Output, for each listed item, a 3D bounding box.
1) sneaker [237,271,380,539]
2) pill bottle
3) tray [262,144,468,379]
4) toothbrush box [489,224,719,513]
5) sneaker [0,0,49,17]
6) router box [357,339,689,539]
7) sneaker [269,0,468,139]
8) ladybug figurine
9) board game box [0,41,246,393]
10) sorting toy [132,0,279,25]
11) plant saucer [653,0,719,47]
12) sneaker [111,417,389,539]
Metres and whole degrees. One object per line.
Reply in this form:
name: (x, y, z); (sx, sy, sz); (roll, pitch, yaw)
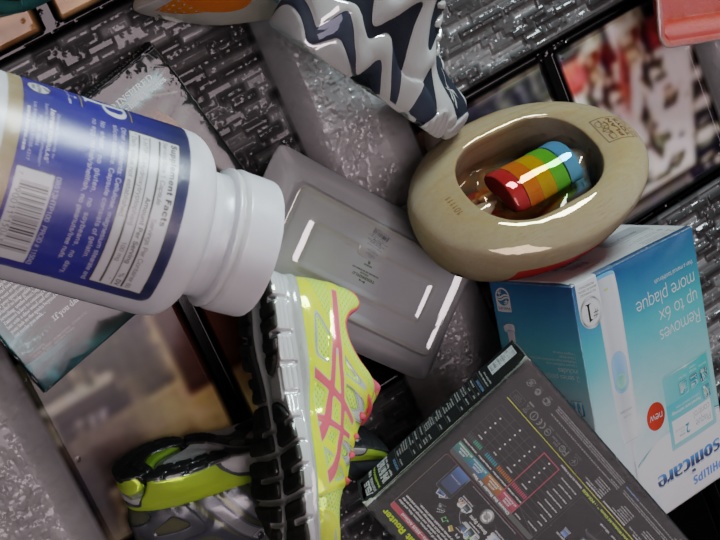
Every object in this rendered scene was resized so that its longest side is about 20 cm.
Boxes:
sneaker: (-0.023, 0.097, 1.021); (0.089, 0.078, 0.203); (1, 80, -30)
pill bottle: (-0.154, -0.039, 0.951); (0.198, 0.119, 0.121); (16, 91, -25)
tray: (0.000, 0.000, 1.096); (0.199, 0.022, 0.108); (26, 86, -34)
toothbrush box: (0.189, 0.082, 1.157); (0.145, 0.085, 0.203); (-22, 108, -39)
sneaker: (-0.268, -0.188, 0.930); (0.197, 0.080, 0.072); (-1, 98, -24)
router box: (0.117, 0.173, 1.062); (0.150, 0.062, 0.200); (-41, 100, 2)
sneaker: (0.037, -0.176, 1.036); (0.198, 0.079, 0.130); (28, 99, -46)
ladybug figurine: (0.122, -0.052, 1.113); (0.198, 0.136, 0.072); (-24, 145, -23)
board game box: (-0.176, -0.036, 1.023); (0.200, 0.028, 0.136); (-41, 111, -13)
sorting toy: (-0.038, -0.252, 1.032); (0.179, 0.106, 0.203); (8, 95, -44)
plant saucer: (0.295, -0.285, 1.188); (0.197, 0.037, 0.203); (-11, 102, -22)
sneaker: (-0.074, 0.151, 1.083); (0.197, 0.074, 0.082); (-9, 112, -17)
